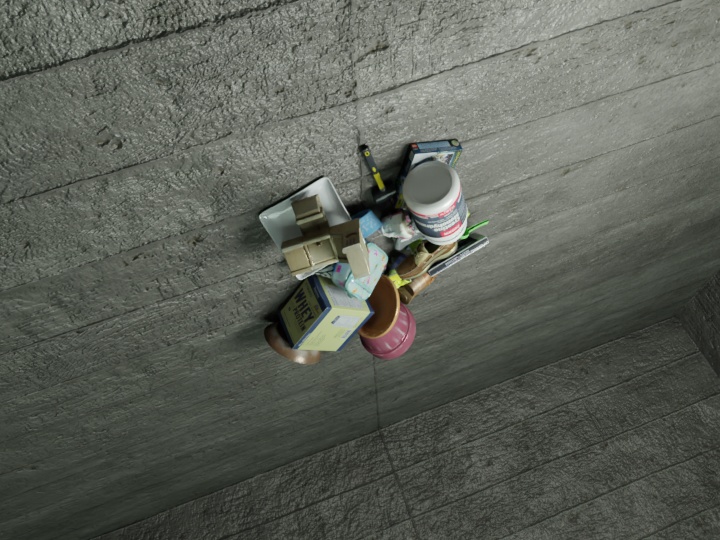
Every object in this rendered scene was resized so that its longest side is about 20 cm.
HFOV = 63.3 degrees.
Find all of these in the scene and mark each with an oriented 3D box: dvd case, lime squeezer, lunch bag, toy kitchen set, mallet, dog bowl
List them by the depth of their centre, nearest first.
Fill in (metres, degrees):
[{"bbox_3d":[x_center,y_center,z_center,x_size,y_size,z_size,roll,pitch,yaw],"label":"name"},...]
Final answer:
[{"bbox_3d":[-0.096,-0.068,1.341,0.197,0.181,0.165,-17,113,5],"label":"toy kitchen set"},{"bbox_3d":[0.048,-0.238,1.422,0.065,0.042,0.201,-21,147,-1],"label":"mallet"},{"bbox_3d":[-0.041,-0.096,1.523,0.198,0.050,0.112,-28,-165,9],"label":"dog bowl"},{"bbox_3d":[0.000,0.000,1.646,0.162,0.076,0.200,-63,157,-5],"label":"lunch bag"},{"bbox_3d":[0.289,-0.123,1.677,0.198,0.038,0.071,6,138,-39],"label":"lime squeezer"},{"bbox_3d":[0.282,-0.051,1.773,0.198,0.025,0.150,-30,-171,1],"label":"dvd case"}]

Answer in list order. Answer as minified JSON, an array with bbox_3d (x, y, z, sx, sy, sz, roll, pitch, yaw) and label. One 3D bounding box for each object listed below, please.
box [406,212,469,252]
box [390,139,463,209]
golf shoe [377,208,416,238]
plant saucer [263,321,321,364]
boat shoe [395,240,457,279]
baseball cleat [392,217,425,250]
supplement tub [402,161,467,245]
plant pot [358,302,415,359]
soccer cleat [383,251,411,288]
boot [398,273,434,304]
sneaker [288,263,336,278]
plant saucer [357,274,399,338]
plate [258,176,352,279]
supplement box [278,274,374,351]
[{"bbox_3d":[0.225,-0.114,1.732,0.120,0.048,0.201,-7,146,-26],"label":"box"},{"bbox_3d":[0.164,-0.242,1.489,0.135,0.038,0.201,-10,148,-21],"label":"box"},{"bbox_3d":[0.092,-0.112,1.531,0.091,0.073,0.200,-25,-172,1],"label":"golf shoe"},{"bbox_3d":[-0.206,0.216,1.836,0.199,0.201,0.037,11,118,-44],"label":"plant saucer"},{"bbox_3d":[0.185,-0.051,1.697,0.199,0.076,0.074,-34,141,7],"label":"boat shoe"},{"bbox_3d":[0.165,-0.104,1.644,0.070,0.106,0.201,-35,165,-41],"label":"baseball cleat"},{"bbox_3d":[0.191,-0.163,1.453,0.139,0.142,0.200,-26,150,6],"label":"supplement tub"},{"bbox_3d":[0.064,0.173,1.943,0.198,0.202,0.179,-30,144,13],"label":"plant pot"},{"bbox_3d":[0.115,0.027,1.836,0.065,0.083,0.201,-44,164,-36],"label":"soccer cleat"},{"bbox_3d":[0.195,0.034,1.933,0.154,0.074,0.200,-39,-177,-20],"label":"boot"},{"bbox_3d":[-0.096,-0.027,1.628,0.198,0.067,0.091,2,146,-33],"label":"sneaker"},{"bbox_3d":[0.048,0.110,1.817,0.037,0.202,0.200,12,136,-47],"label":"plant saucer"},{"bbox_3d":[-0.118,-0.104,1.439,0.198,0.032,0.201,-28,113,10],"label":"plate"},{"bbox_3d":[-0.107,0.133,1.794,0.198,0.135,0.200,10,130,-44],"label":"supplement box"}]
